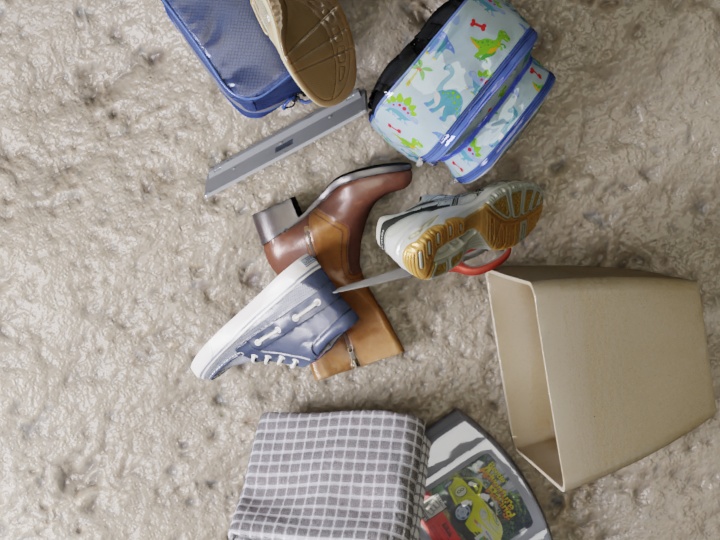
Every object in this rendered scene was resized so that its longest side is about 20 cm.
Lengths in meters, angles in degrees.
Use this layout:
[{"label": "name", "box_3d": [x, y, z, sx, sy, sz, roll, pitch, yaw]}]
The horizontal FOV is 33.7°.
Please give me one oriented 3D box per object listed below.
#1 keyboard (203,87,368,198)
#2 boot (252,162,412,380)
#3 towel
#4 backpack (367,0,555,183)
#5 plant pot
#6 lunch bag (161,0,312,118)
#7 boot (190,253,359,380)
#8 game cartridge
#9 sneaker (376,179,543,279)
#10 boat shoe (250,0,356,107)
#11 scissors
[{"label": "keyboard", "box_3d": [-0.080, -0.133, 1.253, 0.198, 0.057, 0.011, -27, 124, 13]}, {"label": "boot", "box_3d": [0.000, 0.000, 1.268, 0.186, 0.068, 0.202, -23, 95, 5]}, {"label": "towel", "box_3d": [-0.034, 0.229, 1.235, 0.197, 0.086, 0.167, -1, 54, 15]}, {"label": "backpack", "box_3d": [0.103, -0.182, 1.177, 0.147, 0.200, 0.184, 39, 96, -1]}, {"label": "plant pot", "box_3d": [0.246, 0.086, 1.209, 0.175, 0.200, 0.203, -11, 95, -6]}, {"label": "lunch bag", "box_3d": [-0.110, -0.254, 1.217, 0.135, 0.132, 0.201, -35, 91, -2]}, {"label": "boot", "box_3d": [-0.093, 0.077, 1.253, 0.200, 0.073, 0.091, -42, 85, 30]}, {"label": "game cartridge", "box_3d": [0.123, 0.260, 1.304, 0.132, 0.041, 0.201, -35, 93, 2]}, {"label": "sneaker", "box_3d": [0.103, -0.059, 1.231, 0.198, 0.087, 0.077, -19, 124, -35]}, {"label": "boat shoe", "box_3d": [-0.066, -0.250, 1.122, 0.072, 0.065, 0.201, -33, 109, -8]}, {"label": "scissors", "box_3d": [0.069, -0.001, 1.232, 0.199, 0.014, 0.073, -28, 59, -28]}]
